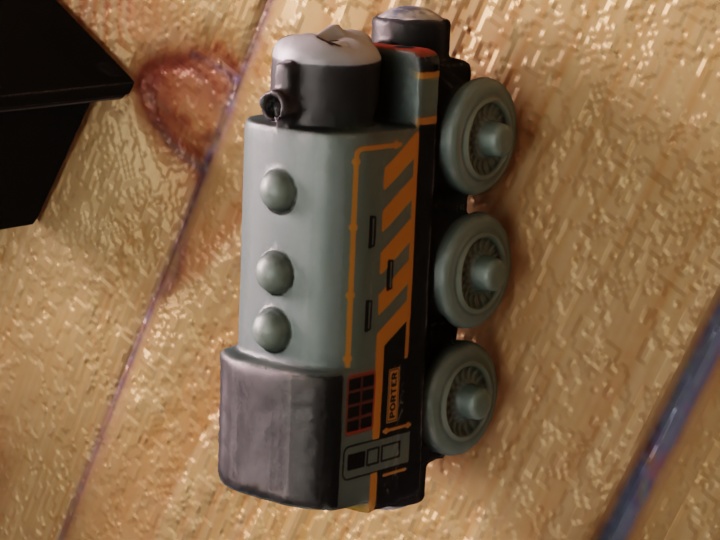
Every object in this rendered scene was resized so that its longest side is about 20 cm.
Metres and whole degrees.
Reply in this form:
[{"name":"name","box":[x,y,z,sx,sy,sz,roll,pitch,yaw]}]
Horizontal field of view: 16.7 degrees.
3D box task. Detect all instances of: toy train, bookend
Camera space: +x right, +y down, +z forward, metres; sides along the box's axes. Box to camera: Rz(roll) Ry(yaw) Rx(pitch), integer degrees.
[{"name":"toy train","box":[0.000,0.000,0.946,0.085,0.114,0.202,13,105,37]},{"name":"bookend","box":[-0.232,-0.067,1.141,0.199,0.092,0.201,45,123,25]}]
